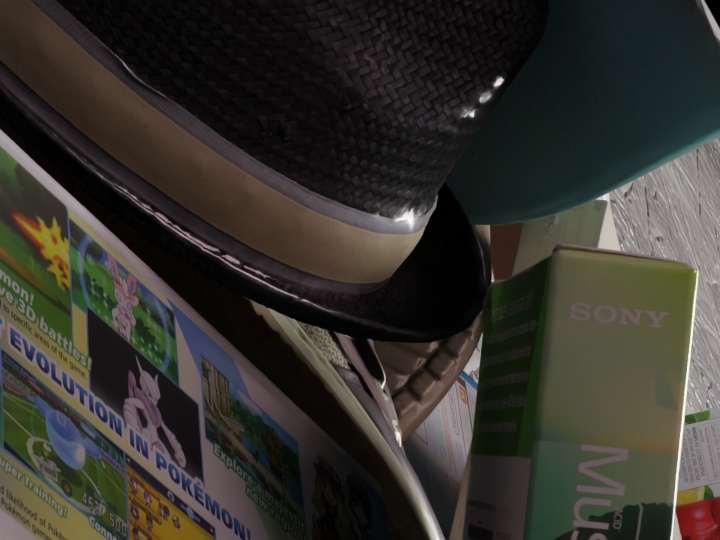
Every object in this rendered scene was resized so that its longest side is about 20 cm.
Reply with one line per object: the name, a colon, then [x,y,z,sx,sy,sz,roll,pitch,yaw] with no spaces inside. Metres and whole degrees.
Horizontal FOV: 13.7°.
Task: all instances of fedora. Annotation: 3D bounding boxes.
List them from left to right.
fedora: [-0.027,-0.077,0.716,0.200,0.092,0.201,36,21,-16]

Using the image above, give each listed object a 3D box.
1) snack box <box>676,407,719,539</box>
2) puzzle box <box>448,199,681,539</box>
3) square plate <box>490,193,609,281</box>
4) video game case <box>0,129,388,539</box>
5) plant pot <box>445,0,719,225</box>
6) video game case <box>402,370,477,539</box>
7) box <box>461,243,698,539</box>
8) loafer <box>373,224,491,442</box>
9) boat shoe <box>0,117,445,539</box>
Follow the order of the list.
snack box: [0.167,0.134,1.083,0.053,0.142,0.200,-92,167,-53]
puzzle box: [0.066,0.089,0.906,0.200,0.025,0.133,72,27,-50]
square plate: [0.057,-0.061,1.041,0.200,0.028,0.199,88,-6,-66]
video game case: [-0.046,0.070,0.599,0.200,0.022,0.183,45,28,-41]
plant pot: [0.074,-0.096,0.806,0.142,0.141,0.200,61,-29,5]
video game case: [0.046,0.106,0.993,0.200,0.018,0.144,43,33,-57]
box: [0.042,0.098,0.685,0.144,0.036,0.201,137,-43,-86]
loafer: [0.000,0.000,0.894,0.076,0.068,0.200,26,42,-1]
boat shoe: [-0.024,0.026,0.775,0.200,0.072,0.065,56,36,-14]
